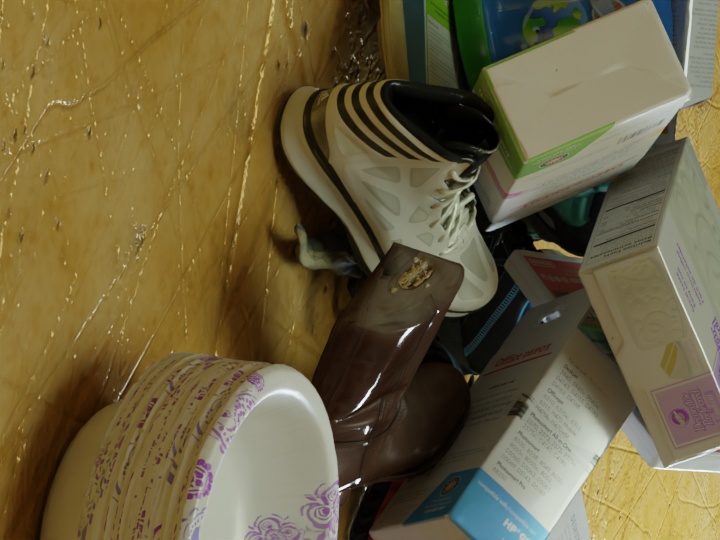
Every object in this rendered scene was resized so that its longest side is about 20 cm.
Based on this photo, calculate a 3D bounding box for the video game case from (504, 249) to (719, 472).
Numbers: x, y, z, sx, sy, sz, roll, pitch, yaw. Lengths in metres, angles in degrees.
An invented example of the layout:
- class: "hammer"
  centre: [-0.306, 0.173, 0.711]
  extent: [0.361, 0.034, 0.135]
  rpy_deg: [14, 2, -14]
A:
- class: "video game case"
  centre: [0.198, 0.062, 1.710]
  extent: [0.143, 0.200, 0.017]
  rpy_deg: [7, 127, -41]

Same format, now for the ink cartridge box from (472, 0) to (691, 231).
- class: "ink cartridge box"
  centre: [0.126, -0.093, 1.569]
  extent: [0.200, 0.117, 0.067]
  rpy_deg: [111, -45, -77]

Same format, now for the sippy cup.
- class: "sippy cup"
  centre: [0.139, -0.176, 1.678]
  extent: [0.178, 0.130, 0.140]
  rpy_deg: [67, 21, -43]

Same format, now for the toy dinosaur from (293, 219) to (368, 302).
- class: "toy dinosaur"
  centre: [0.000, 0.000, 1.586]
  extent: [0.200, 0.047, 0.088]
  rpy_deg: [-23, 103, -66]

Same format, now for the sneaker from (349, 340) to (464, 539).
- class: "sneaker"
  centre: [0.047, 0.148, 1.707]
  extent: [0.095, 0.079, 0.201]
  rpy_deg: [18, 80, -71]

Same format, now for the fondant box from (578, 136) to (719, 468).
- class: "fondant box"
  centre: [0.206, 0.017, 1.630]
  extent: [0.145, 0.058, 0.200]
  rpy_deg: [65, 22, -16]

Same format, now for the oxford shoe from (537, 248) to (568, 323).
- class: "oxford shoe"
  centre: [0.143, 0.031, 1.863]
  extent: [0.200, 0.058, 0.075]
  rpy_deg: [-147, -141, -68]

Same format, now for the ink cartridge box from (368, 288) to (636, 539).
- class: "ink cartridge box"
  centre: [0.105, 0.109, 1.612]
  extent: [0.067, 0.116, 0.200]
  rpy_deg: [43, 65, -12]

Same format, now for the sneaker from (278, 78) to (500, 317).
- class: "sneaker"
  centre: [0.048, -0.042, 1.512]
  extent: [0.201, 0.115, 0.076]
  rpy_deg: [46, 53, -35]

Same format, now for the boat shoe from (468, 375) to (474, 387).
- class: "boat shoe"
  centre: [0.094, 0.118, 1.850]
  extent: [0.200, 0.062, 0.075]
  rpy_deg: [-3, 104, -54]

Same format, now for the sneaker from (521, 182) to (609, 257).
- class: "sneaker"
  centre: [0.148, -0.045, 1.840]
  extent: [0.200, 0.074, 0.088]
  rpy_deg: [-107, -162, -59]

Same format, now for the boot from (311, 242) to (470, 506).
- class: "boot"
  centre: [0.031, 0.048, 1.508]
  extent: [0.186, 0.064, 0.200]
  rpy_deg: [-35, 155, -43]

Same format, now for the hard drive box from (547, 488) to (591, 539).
- class: "hard drive box"
  centre: [0.087, 0.256, 1.780]
  extent: [0.200, 0.077, 0.156]
  rpy_deg: [-51, 145, -30]

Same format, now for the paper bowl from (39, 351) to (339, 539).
- class: "paper bowl"
  centre: [-0.094, 0.143, 1.292]
  extent: [0.201, 0.104, 0.201]
  rpy_deg: [7, 90, -70]

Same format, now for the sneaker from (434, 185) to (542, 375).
- class: "sneaker"
  centre: [0.099, -0.019, 1.790]
  extent: [0.073, 0.082, 0.201]
  rpy_deg: [-39, 130, -59]

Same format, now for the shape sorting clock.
- class: "shape sorting clock"
  centre: [0.042, -0.131, 1.641]
  extent: [0.200, 0.039, 0.201]
  rpy_deg: [-3, 90, -73]

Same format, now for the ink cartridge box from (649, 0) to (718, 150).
- class: "ink cartridge box"
  centre: [0.170, -0.174, 1.781]
  extent: [0.043, 0.196, 0.201]
  rpy_deg: [0, 97, -42]
